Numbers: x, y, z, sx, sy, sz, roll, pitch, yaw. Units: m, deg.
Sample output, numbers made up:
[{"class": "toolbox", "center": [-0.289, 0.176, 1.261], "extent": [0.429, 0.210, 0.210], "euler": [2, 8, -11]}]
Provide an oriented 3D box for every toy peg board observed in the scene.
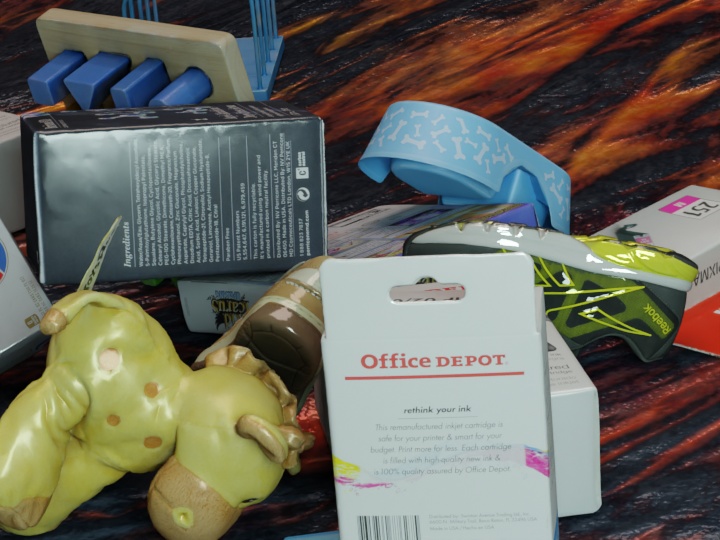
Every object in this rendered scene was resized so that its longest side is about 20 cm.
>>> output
[{"class": "toy peg board", "center": [-0.172, -0.082, 1.728], "extent": [0.199, 0.200, 0.098], "euler": [11, 42, 37]}]

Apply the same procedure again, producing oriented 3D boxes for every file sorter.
[{"class": "file sorter", "center": [-0.157, -0.248, 2.234], "extent": [0.138, 0.124, 0.200], "euler": [-4, 21, 4]}]

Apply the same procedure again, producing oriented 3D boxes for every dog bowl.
[{"class": "dog bowl", "center": [0.084, -0.072, 1.666], "extent": [0.111, 0.050, 0.200], "euler": [7, -13, 39]}]

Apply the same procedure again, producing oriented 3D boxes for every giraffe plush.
[{"class": "giraffe plush", "center": [-0.114, 0.093, 1.324], "extent": [0.161, 0.201, 0.173], "euler": [28, 23, 5]}]

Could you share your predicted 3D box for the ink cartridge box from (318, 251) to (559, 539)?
[{"class": "ink cartridge box", "center": [0.043, 0.075, 1.184], "extent": [0.114, 0.202, 0.068], "euler": [-2, 21, 8]}]

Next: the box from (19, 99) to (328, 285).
[{"class": "box", "center": [-0.134, -0.057, 1.574], "extent": [0.198, 0.108, 0.148], "euler": [-4, 10, -12]}]

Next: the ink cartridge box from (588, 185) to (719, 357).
[{"class": "ink cartridge box", "center": [0.253, -0.001, 1.610], "extent": [0.173, 0.044, 0.199], "euler": [13, 27, 41]}]

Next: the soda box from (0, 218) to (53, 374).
[{"class": "soda box", "center": [-0.284, -0.026, 1.573], "extent": [0.068, 0.201, 0.064], "euler": [-31, -10, -7]}]

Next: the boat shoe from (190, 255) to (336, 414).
[{"class": "boat shoe", "center": [-0.049, 0.046, 1.395], "extent": [0.076, 0.071, 0.200], "euler": [-58, 8, -27]}]

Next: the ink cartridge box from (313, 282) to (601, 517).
[{"class": "ink cartridge box", "center": [0.054, 0.078, 1.385], "extent": [0.146, 0.084, 0.200], "euler": [-7, 21, -8]}]

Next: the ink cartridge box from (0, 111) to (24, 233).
[{"class": "ink cartridge box", "center": [-0.371, -0.082, 1.905], "extent": [0.199, 0.084, 0.144], "euler": [14, 28, 41]}]

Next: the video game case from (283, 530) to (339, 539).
[{"class": "video game case", "center": [0.035, 0.186, 1.203], "extent": [0.142, 0.018, 0.200], "euler": [-7, 21, -4]}]

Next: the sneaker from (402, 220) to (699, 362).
[{"class": "sneaker", "center": [0.124, 0.014, 1.501], "extent": [0.198, 0.085, 0.074], "euler": [8, 2, 4]}]

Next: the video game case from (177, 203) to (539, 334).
[{"class": "video game case", "center": [0.000, 0.000, 1.613], "extent": [0.199, 0.046, 0.181], "euler": [-21, 13, -35]}]
